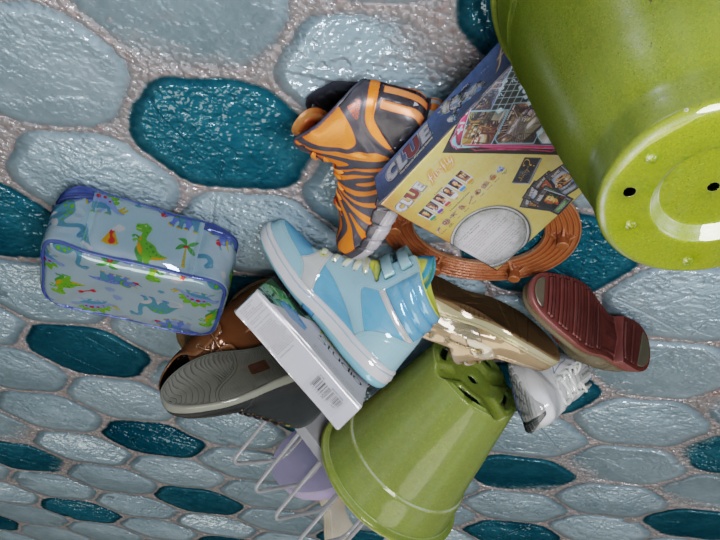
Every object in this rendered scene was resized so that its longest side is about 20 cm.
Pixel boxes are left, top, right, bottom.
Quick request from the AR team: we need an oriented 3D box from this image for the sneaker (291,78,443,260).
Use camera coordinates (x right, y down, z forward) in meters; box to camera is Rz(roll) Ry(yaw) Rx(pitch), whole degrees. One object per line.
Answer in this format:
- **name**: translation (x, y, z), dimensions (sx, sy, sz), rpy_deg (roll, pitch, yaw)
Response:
- **sneaker**: translation (-0.011, -0.093, 0.864), dimensions (0.110, 0.079, 0.201), rpy_deg (18, 139, -9)

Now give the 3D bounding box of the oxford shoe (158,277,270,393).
- **oxford shoe**: translation (-0.154, 0.084, 1.133), dimensions (0.200, 0.071, 0.072), rpy_deg (-43, 83, 25)

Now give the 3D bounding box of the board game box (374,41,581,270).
- **board game box**: translation (0.123, -0.098, 0.775), dimensions (0.134, 0.035, 0.200), rpy_deg (27, 125, -30)

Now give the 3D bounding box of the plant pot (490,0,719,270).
- **plant pot**: translation (0.187, -0.113, 0.595), dimensions (0.196, 0.195, 0.202), rpy_deg (-2, 140, -2)

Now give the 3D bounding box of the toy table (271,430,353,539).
- **toy table**: translation (-0.027, 0.299, 1.455), dimensions (0.198, 0.185, 0.117), rpy_deg (6, 144, 52)

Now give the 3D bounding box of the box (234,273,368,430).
- **box**: translation (-0.049, 0.068, 0.998), dimensions (0.145, 0.036, 0.200), rpy_deg (49, -174, -3)

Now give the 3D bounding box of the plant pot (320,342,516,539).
- **plant pot**: translation (0.083, 0.188, 1.194), dimensions (0.198, 0.202, 0.191), rpy_deg (23, 121, -25)

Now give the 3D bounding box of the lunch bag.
- **lunch bag**: translation (-0.234, -0.003, 1.060), dimensions (0.196, 0.084, 0.161), rpy_deg (14, 150, -9)

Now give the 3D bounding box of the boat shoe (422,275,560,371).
- **boat shoe**: translation (0.115, 0.063, 1.065), dimensions (0.197, 0.071, 0.065), rpy_deg (25, 112, -4)

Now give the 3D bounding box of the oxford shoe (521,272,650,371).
- **oxford shoe**: translation (0.225, 0.065, 1.071), dimensions (0.199, 0.072, 0.074), rpy_deg (32, 149, -34)

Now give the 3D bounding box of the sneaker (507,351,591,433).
- **sneaker**: translation (0.212, 0.122, 1.118), dimensions (0.086, 0.076, 0.200), rpy_deg (-14, -174, 14)

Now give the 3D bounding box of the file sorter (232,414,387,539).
- **file sorter**: translation (-0.045, 0.273, 1.289), dimensions (0.125, 0.200, 0.138), rpy_deg (-50, 153, 16)

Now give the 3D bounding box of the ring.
- **ring**: translation (0.113, -0.037, 0.973), dimensions (0.196, 0.020, 0.202), rpy_deg (7, 150, 4)

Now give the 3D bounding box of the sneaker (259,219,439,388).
- **sneaker**: translation (0.000, 0.000, 0.997), dimensions (0.130, 0.201, 0.079), rpy_deg (-42, 172, 8)

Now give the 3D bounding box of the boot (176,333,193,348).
- **boot**: translation (-0.119, 0.111, 1.242), dimensions (0.142, 0.072, 0.201), rpy_deg (-9, 142, 30)

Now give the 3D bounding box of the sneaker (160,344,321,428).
- **sneaker**: translation (-0.119, 0.144, 1.116), dimensions (0.196, 0.075, 0.108), rpy_deg (-14, 134, -17)
